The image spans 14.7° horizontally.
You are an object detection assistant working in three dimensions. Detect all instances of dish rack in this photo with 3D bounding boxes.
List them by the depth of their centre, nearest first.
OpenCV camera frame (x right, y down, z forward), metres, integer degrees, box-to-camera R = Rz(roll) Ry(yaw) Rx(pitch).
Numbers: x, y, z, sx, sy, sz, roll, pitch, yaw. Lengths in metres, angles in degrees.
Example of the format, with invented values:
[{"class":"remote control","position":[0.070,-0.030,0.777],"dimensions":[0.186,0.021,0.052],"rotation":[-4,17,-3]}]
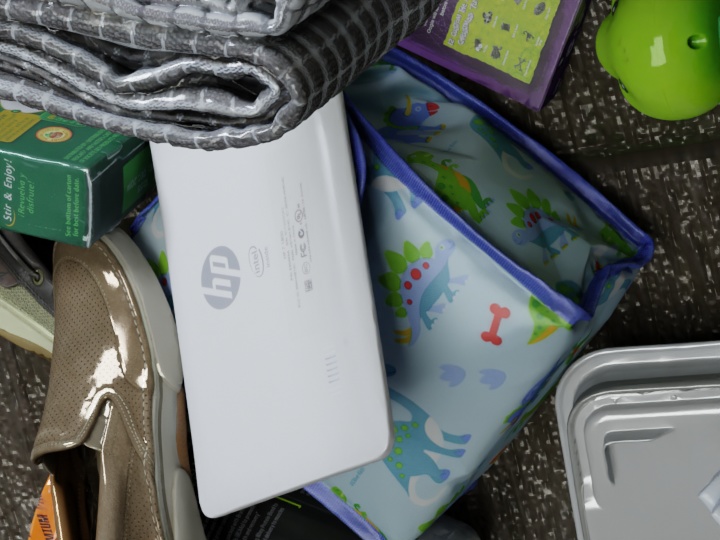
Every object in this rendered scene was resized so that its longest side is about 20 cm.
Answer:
[{"class":"dish rack","position":[0.190,0.113,1.245],"dimensions":[0.200,0.044,0.172],"rotation":[-4,117,16]}]

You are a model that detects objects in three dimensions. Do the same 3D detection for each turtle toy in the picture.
[{"class":"turtle toy","position":[0.185,-0.098,1.144],"dimensions":[0.200,0.101,0.146],"rotation":[1,100,53]}]

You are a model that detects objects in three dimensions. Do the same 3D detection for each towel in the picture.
[{"class":"towel","position":[-0.080,-0.112,1.036],"dimensions":[0.200,0.166,0.086],"rotation":[9,118,22]}]

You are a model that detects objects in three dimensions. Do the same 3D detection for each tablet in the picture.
[{"class":"tablet","position":[-0.043,-0.002,1.215],"dimensions":[0.130,0.014,0.200],"rotation":[-23,70,45]}]

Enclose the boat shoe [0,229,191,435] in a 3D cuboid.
[{"class":"boat shoe","position":[-0.116,0.019,1.349],"dimensions":[0.200,0.073,0.065],"rotation":[24,119,15]}]

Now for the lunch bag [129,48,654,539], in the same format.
[{"class":"lunch bag","position":[0.000,0.000,1.264],"dimensions":[0.200,0.127,0.170],"rotation":[41,121,9]}]

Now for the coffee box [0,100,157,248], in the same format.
[{"class":"coffee box","position":[-0.190,-0.069,1.323],"dimensions":[0.200,0.123,0.044],"rotation":[12,117,18]}]

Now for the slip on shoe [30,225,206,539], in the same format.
[{"class":"slip on shoe","position":[-0.119,0.073,1.266],"dimensions":[0.076,0.060,0.200],"rotation":[-27,71,55]}]

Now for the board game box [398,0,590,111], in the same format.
[{"class":"board game box","position":[0.062,-0.183,1.223],"dimensions":[0.120,0.032,0.200],"rotation":[25,117,10]}]

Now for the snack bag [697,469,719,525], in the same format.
[{"class":"snack bag","position":[0.270,0.104,1.175],"dimensions":[0.200,0.021,0.189],"rotation":[-40,94,-12]}]

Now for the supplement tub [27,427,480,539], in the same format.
[{"class":"supplement tub","position":[-0.052,0.146,1.342],"dimensions":[0.200,0.123,0.123],"rotation":[21,116,15]}]
